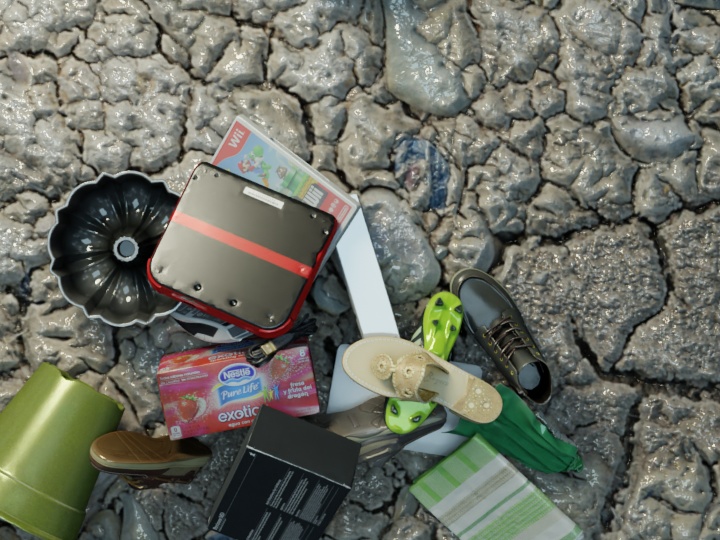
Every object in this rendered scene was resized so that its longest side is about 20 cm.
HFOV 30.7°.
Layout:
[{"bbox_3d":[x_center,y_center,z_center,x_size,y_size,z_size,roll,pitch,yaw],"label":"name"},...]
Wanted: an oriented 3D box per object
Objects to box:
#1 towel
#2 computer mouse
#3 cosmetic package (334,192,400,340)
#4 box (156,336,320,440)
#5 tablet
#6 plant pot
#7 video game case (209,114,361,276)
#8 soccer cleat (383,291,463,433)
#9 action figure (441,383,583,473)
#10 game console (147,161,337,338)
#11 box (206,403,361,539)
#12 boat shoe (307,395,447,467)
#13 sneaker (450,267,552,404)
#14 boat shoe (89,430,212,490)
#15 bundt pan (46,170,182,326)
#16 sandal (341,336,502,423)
[{"bbox_3d":[0.182,0.318,1.752,0.200,0.031,0.149,44,122,-4],"label":"towel"},{"bbox_3d":[-0.161,0.073,1.692,0.200,0.110,0.044,16,128,34],"label":"computer mouse"},{"bbox_3d":[0.000,0.000,1.720,0.051,0.083,0.200,-17,94,-2],"label":"cosmetic package"},{"bbox_3d":[-0.158,0.147,1.708,0.200,0.100,0.096,-10,101,-2],"label":"box"},{"bbox_3d":[0.057,0.177,1.771,0.200,0.014,0.130,10,94,-4],"label":"tablet"},{"bbox_3d":[-0.400,0.226,1.672,0.200,0.200,0.190,30,80,-5],"label":"plant pot"},{"bbox_3d":[-0.113,-0.086,1.689,0.200,0.017,0.143,38,113,11],"label":"video game case"},{"bbox_3d":[0.083,0.124,1.718,0.067,0.081,0.200,24,75,-3],"label":"soccer cleat"},{"bbox_3d":[0.222,0.222,1.752,0.200,0.055,0.118,32,128,-21],"label":"action figure"},{"bbox_3d":[-0.151,-0.025,1.638,0.200,0.031,0.177,23,74,6],"label":"game console"},{"bbox_3d":[-0.100,0.278,1.682,0.141,0.079,0.200,21,134,-7],"label":"box"},{"bbox_3d":[0.017,0.218,1.738,0.200,0.075,0.073,-11,124,-10],"label":"boat shoe"},{"bbox_3d":[0.193,0.083,1.726,0.075,0.106,0.200,-36,96,0],"label":"sneaker"},{"bbox_3d":[-0.275,0.253,1.681,0.072,0.200,0.072,35,103,29],"label":"boat shoe"},{"bbox_3d":[-0.300,-0.029,1.701,0.202,0.076,0.202,0,94,-3],"label":"bundt pan"},{"bbox_3d":[0.084,0.133,1.637,0.212,0.070,0.078,22,77,-4],"label":"sandal"}]
